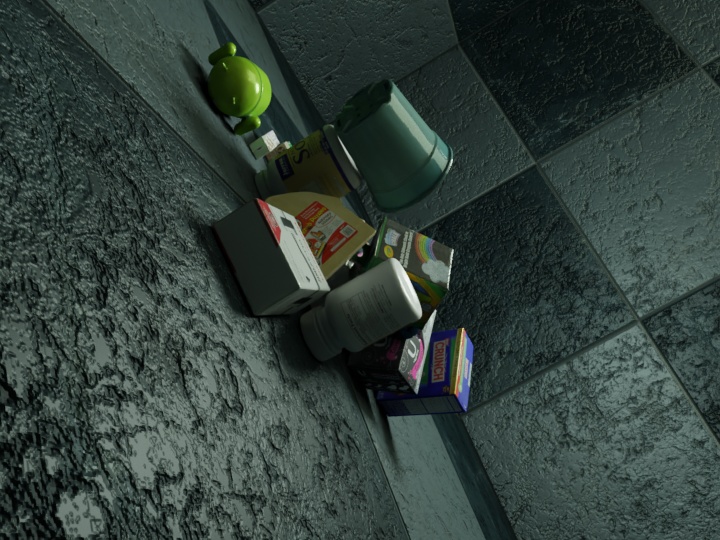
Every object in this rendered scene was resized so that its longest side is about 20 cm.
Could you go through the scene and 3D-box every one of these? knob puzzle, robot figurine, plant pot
[{"bbox_3d":[-0.100,-0.070,1.152,0.031,0.213,0.223,103,-30,-52],"label":"knob puzzle"},{"bbox_3d":[-0.252,-0.382,1.324,0.200,0.112,0.180,-74,147,-80],"label":"robot figurine"},{"bbox_3d":[0.057,-0.260,1.275,0.197,0.198,0.202,48,13,-32],"label":"plant pot"}]

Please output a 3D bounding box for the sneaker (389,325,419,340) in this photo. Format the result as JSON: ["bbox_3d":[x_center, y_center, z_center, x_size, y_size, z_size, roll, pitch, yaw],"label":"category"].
[{"bbox_3d":[0.020,0.097,1.264,0.074,0.193,0.083,95,-8,-46],"label":"sneaker"}]

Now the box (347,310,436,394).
[{"bbox_3d":[0.071,0.142,1.345,0.115,0.129,0.204,51,47,-46],"label":"box"}]

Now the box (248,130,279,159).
[{"bbox_3d":[-0.229,-0.303,1.513,0.039,0.041,0.201,60,8,-15],"label":"box"}]

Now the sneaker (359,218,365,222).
[{"bbox_3d":[-0.072,-0.065,1.324,0.069,0.112,0.197,19,15,40],"label":"sneaker"}]

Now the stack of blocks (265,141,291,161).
[{"bbox_3d":[-0.183,-0.272,1.654,0.117,0.057,0.200,61,7,-10],"label":"stack of blocks"}]

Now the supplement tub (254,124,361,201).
[{"bbox_3d":[-0.111,-0.198,1.337,0.148,0.196,0.146,60,7,-12],"label":"supplement tub"}]

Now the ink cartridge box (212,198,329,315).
[{"bbox_3d":[-0.130,-0.014,0.975,0.147,0.082,0.200,62,6,7],"label":"ink cartridge box"}]

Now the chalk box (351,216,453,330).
[{"bbox_3d":[0.062,-0.002,1.205,0.195,0.125,0.126,24,41,-5],"label":"chalk box"}]

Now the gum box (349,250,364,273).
[{"bbox_3d":[0.000,0.000,1.394,0.199,0.112,0.067,-28,-90,57],"label":"gum box"}]

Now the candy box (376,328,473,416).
[{"bbox_3d":[0.147,0.232,1.423,0.078,0.195,0.172,54,37,-38],"label":"candy box"}]

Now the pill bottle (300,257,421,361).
[{"bbox_3d":[-0.001,0.074,1.094,0.116,0.196,0.115,57,14,-22],"label":"pill bottle"}]

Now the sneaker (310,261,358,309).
[{"bbox_3d":[-0.053,0.015,1.315,0.074,0.114,0.201,55,8,-28],"label":"sneaker"}]
